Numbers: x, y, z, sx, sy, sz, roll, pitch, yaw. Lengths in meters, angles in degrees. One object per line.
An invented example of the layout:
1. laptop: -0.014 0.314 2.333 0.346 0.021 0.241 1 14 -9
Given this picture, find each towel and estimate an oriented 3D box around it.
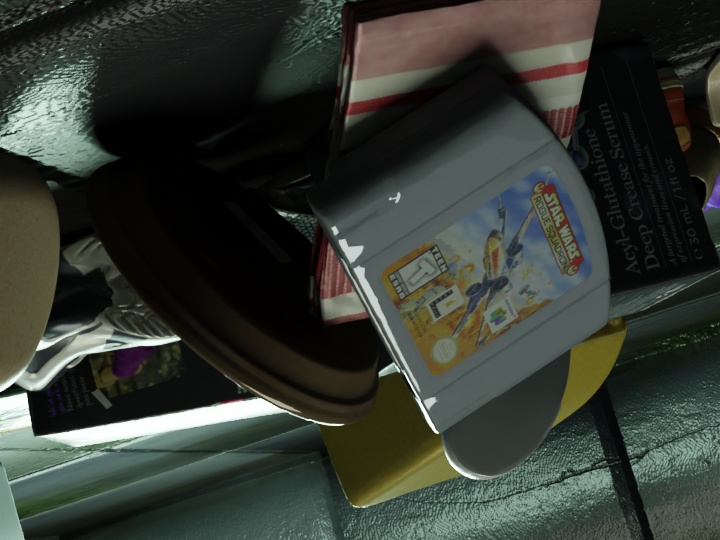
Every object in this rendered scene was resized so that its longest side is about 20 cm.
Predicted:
1. towel: 0.046 -0.063 1.030 0.143 0.023 0.201 -12 134 -23

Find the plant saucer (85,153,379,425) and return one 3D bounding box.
1. plant saucer: -0.063 0.003 1.086 0.029 0.200 0.200 -49 160 17

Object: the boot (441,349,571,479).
1. boot: 0.090 0.050 1.277 0.073 0.201 0.096 29 156 -11

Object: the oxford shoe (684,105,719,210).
1. oxford shoe: 0.206 -0.029 1.463 0.070 0.075 0.201 17 135 -3

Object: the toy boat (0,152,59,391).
1. toy boat: -0.244 -0.003 0.980 0.130 0.131 0.200 13 -174 30

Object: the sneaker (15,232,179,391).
1. sneaker: -0.184 0.028 1.306 0.198 0.080 0.130 -13 171 -20

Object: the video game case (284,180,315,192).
1. video game case: 0.003 -0.050 1.367 0.199 0.018 0.143 -17 171 4

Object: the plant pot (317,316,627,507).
1. plant pot: 0.082 0.038 1.504 0.194 0.196 0.200 -11 164 -46

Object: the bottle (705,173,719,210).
1. bottle: 0.227 -0.063 1.537 0.199 0.066 0.083 -24 173 35

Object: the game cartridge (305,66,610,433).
1. game cartridge: 0.061 -0.009 1.041 0.133 0.042 0.200 -30 137 -1

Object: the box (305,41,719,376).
1. box: 0.090 -0.037 1.191 0.199 0.149 0.107 -13 170 -24

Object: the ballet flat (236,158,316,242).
1. ballet flat: 0.007 -0.045 1.250 0.199 0.075 0.074 -13 170 -26

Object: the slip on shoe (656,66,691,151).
1. slip on shoe: 0.181 -0.083 1.358 0.074 0.062 0.200 -17 172 -9

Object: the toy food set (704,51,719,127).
1. toy food set: 0.311 -0.140 1.253 0.143 0.061 0.200 -16 170 -9

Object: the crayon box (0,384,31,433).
1. crayon box: -0.280 0.094 1.605 0.125 0.052 0.200 -11 169 -30

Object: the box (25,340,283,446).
1. box: -0.132 0.057 1.419 0.199 0.107 0.122 -10 171 4

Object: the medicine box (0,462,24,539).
1. medicine box: -0.510 0.301 2.243 0.181 0.104 0.200 -9 168 -39
